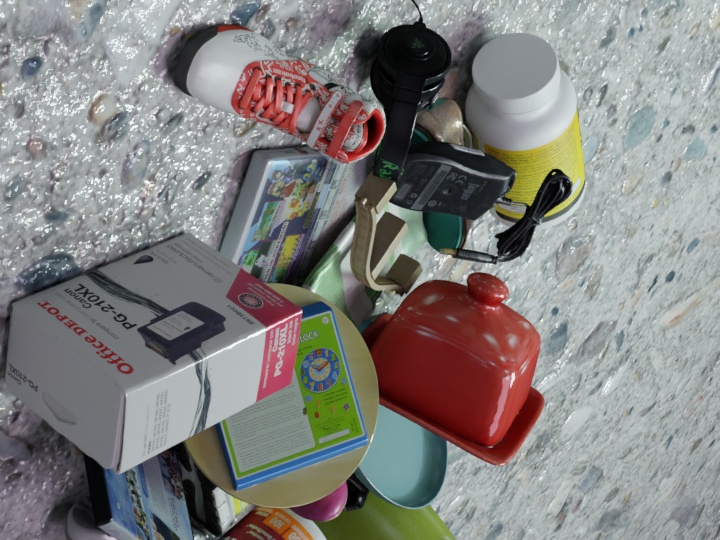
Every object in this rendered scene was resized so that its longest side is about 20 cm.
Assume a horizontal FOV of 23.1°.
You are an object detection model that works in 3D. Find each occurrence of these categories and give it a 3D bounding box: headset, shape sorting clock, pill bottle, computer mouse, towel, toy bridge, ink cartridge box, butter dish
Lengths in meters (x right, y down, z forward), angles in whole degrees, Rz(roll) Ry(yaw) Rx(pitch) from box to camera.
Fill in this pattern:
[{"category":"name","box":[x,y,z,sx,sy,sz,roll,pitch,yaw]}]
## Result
[{"category":"headset","box":[0.057,-0.176,1.569,0.124,0.093,0.202,121,-19,-82]},{"category":"shape sorting clock","box":[-0.075,0.111,1.582,0.198,0.039,0.202,3,83,-26]},{"category":"pill bottle","box":[-0.124,0.323,1.711,0.200,0.112,0.114,-39,146,-34]},{"category":"computer mouse","box":[0.093,-0.068,1.702,0.198,0.046,0.141,7,138,-24]},{"category":"towel","box":[0.000,0.000,1.715,0.200,0.023,0.153,-51,156,-22]},{"category":"toy bridge","box":[0.018,-0.022,1.665,0.067,0.027,0.200,-55,158,-15]},{"category":"ink cartridge box","box":[-0.169,0.062,1.442,0.199,0.144,0.085,-25,136,-43]},{"category":"butter dish","box":[0.101,0.070,1.746,0.149,0.198,0.200,-66,170,23]},{"category":"pill bottle","box":[0.165,-0.140,1.773,0.112,0.112,0.201,-45,149,-19]}]

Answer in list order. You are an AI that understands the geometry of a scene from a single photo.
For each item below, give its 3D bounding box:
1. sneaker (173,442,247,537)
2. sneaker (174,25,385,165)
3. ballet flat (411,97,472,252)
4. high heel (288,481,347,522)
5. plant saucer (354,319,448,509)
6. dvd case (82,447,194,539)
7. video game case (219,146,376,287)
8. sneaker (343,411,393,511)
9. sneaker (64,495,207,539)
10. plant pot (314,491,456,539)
[{"category":"sneaker","box":[-0.126,0.168,1.686,0.090,0.078,0.201,-38,157,-29]},{"category":"sneaker","box":[-0.057,-0.141,1.449,0.201,0.108,0.068,11,110,-58]},{"category":"ballet flat","box":[0.090,-0.095,1.755,0.067,0.068,0.201,-46,150,-23]},{"category":"high heel","box":[-0.058,0.147,1.649,0.067,0.200,0.097,-11,122,-6]},{"category":"plant saucer","box":[0.022,0.150,1.810,0.027,0.202,0.199,-23,166,30]},{"category":"dvd case","box":[-0.194,0.187,1.547,0.017,0.144,0.200,-21,150,9]},{"category":"video game case","box":[-0.066,-0.023,1.638,0.182,0.023,0.201,-9,127,-53]},{"category":"sneaker","box":[-0.015,0.197,1.817,0.069,0.100,0.200,-24,173,31]},{"category":"sneaker","box":[-0.213,0.264,1.641,0.082,0.074,0.200,-58,151,1]},{"category":"plant pot","box":[0.011,0.302,1.891,0.200,0.192,0.202,-35,144,-31]}]
